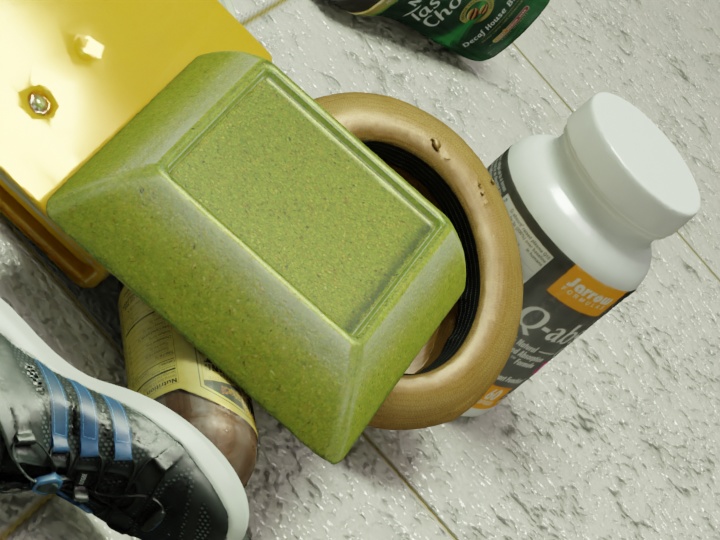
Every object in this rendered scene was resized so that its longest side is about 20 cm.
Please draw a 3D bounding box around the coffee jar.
[{"bbox_3d":[0.048,-0.225,1.907,0.200,0.104,0.085,15,39,-49],"label":"coffee jar"}]

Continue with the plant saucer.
[{"bbox_3d":[-0.038,-0.025,1.368,0.200,0.048,0.200,41,36,-2],"label":"plant saucer"}]

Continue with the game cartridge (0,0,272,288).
[{"bbox_3d":[-0.158,-0.114,1.417,0.176,0.032,0.200,45,47,-12],"label":"game cartridge"}]

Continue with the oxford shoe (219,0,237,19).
[{"bbox_3d":[-0.099,-0.109,1.559,0.057,0.075,0.200,-1,42,-12],"label":"oxford shoe"}]

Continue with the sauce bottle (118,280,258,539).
[{"bbox_3d":[-0.085,0.073,1.322,0.065,0.065,0.201,28,36,-37],"label":"sauce bottle"}]

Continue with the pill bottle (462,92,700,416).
[{"bbox_3d":[0.105,-0.010,1.585,0.116,0.200,0.117,36,28,-23],"label":"pill bottle"}]

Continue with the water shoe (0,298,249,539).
[{"bbox_3d":[-0.147,0.085,1.205,0.200,0.072,0.079,34,39,-1],"label":"water shoe"}]

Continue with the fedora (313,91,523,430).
[{"bbox_3d":[0.000,0.000,1.503,0.200,0.082,0.202,9,71,-26],"label":"fedora"}]
